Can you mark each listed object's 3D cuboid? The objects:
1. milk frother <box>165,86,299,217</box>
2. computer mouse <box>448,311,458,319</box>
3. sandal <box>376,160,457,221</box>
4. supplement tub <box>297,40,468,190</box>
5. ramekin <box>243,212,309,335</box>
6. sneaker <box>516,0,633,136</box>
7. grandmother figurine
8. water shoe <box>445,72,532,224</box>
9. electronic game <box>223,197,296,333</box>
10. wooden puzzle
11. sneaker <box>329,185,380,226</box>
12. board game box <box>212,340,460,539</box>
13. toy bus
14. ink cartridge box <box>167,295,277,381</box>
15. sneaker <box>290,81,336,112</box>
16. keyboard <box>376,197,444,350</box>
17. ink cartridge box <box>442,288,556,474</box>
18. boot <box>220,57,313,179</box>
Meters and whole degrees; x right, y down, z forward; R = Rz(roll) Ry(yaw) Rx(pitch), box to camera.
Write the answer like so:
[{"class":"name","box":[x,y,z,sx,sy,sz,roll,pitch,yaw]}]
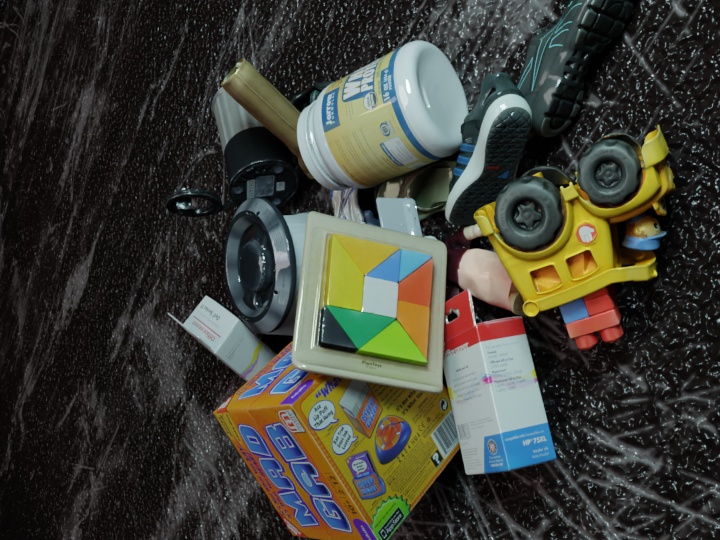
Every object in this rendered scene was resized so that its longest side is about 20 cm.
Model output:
[{"class":"milk frother","box":[-0.221,-0.189,1.264,0.182,0.196,0.191,-56,42,43]},{"class":"computer mouse","box":[0.079,0.045,1.056,0.198,0.034,0.060,22,102,41]},{"class":"sandal","box":[0.090,-0.109,1.015,0.198,0.056,0.082,-7,88,47]},{"class":"supplement tub","box":[0.027,-0.193,1.006,0.197,0.143,0.149,-17,77,37]},{"class":"ramekin","box":[-0.123,0.008,1.236,0.198,0.096,0.207,0,90,49]},{"class":"sneaker","box":[0.223,-0.252,0.840,0.080,0.074,0.203,49,125,39]},{"class":"grandmother figurine","box":[0.135,0.001,0.968,0.198,0.060,0.124,24,100,50]},{"class":"water shoe","box":[0.147,-0.137,0.902,0.202,0.070,0.080,111,156,-51]},{"class":"electronic game","box":[-0.154,-0.007,1.167,0.198,0.041,0.206,9,101,53]},{"class":"wooden puzzle","box":[0.017,0.032,0.897,0.037,0.180,0.205,128,150,-59]},{"class":"sneaker","box":[-0.004,-0.057,1.117,0.084,0.076,0.206,3,93,45]},{"class":"board game box","box":[-0.023,0.193,0.977,0.198,0.199,0.202,-17,109,52]},{"class":"toy bus","box":[0.241,-0.028,0.789,0.197,0.135,0.196,-24,91,26]},{"class":"ink cartridge box","box":[-0.212,0.116,1.264,0.116,0.201,0.068,27,73,45]},{"class":"sneaker","box":[-0.026,-0.242,1.140,0.197,0.078,0.078,3,91,47]},{"class":"keyboard","box":[0.061,0.003,0.958,0.011,0.055,0.205,132,132,-62]},{"class":"ink cartridge box","box":[0.152,0.129,0.909,0.116,0.066,0.205,138,123,-67]},{"class":"boot","box":[-0.116,-0.224,1.135,0.067,0.199,0.175,-53,20,-6]}]
